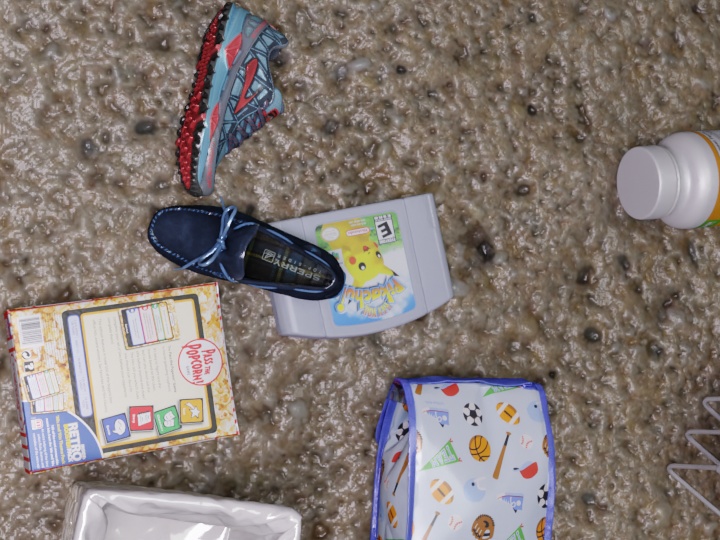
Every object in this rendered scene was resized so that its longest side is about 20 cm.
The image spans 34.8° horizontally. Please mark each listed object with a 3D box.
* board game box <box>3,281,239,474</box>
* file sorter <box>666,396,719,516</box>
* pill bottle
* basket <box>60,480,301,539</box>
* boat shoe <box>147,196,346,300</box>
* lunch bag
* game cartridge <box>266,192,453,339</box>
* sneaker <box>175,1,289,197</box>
[{"bbox_3d":[-0.225,0.099,1.089,0.199,0.046,0.152,-7,87,-22],"label":"board game box"},{"bbox_3d":[0.468,0.183,1.316,0.139,0.124,0.200,39,72,-13],"label":"file sorter"},{"bbox_3d":[0.402,-0.105,1.327,0.199,0.111,0.112,-5,86,-22],"label":"pill bottle"},{"bbox_3d":[-0.177,0.295,1.027,0.199,0.161,0.199,11,81,-21],"label":"basket"},{"bbox_3d":[-0.109,-0.025,1.114,0.199,0.069,0.085,11,87,-1],"label":"boat shoe"},{"bbox_3d":[0.104,0.208,1.171,0.169,0.124,0.201,3,91,-21],"label":"lunch bag"},{"bbox_3d":[0.000,0.000,1.197,0.199,0.040,0.134,-12,93,-22],"label":"game cartridge"},{"bbox_3d":[-0.120,-0.163,1.142,0.095,0.079,0.201,18,78,-21],"label":"sneaker"}]
